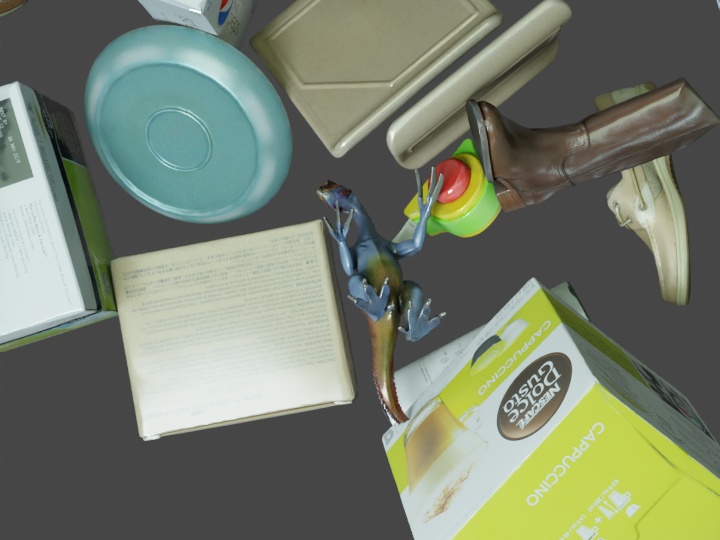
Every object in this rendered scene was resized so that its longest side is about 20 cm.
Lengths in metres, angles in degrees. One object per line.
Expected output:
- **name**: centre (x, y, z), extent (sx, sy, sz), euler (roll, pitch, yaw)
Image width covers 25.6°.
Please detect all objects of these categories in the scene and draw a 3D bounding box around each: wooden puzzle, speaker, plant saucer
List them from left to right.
- **plant saucer**: centre (-0.158, -0.121, 1.406), extent (0.198, 0.028, 0.202), euler (9, 127, 12)
- **wooden puzzle**: centre (0.012, -0.206, 1.393), extent (0.184, 0.037, 0.201), euler (-39, 47, 3)
- **wooden puzzle**: centre (0.097, -0.160, 1.357), extent (0.184, 0.200, 0.037), euler (-39, 85, 3)
- **speaker**: centre (0.114, 0.090, 1.410), extent (0.198, 0.081, 0.082), euler (-28, 86, 3)

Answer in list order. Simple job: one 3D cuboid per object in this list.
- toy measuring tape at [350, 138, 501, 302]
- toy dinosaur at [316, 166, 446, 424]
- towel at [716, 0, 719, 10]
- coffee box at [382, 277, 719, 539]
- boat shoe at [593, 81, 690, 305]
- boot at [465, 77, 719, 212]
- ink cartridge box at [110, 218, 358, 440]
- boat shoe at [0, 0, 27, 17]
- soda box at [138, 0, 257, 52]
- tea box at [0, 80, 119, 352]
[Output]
- **toy measuring tape**: centre (0.070, -0.037, 1.420), extent (0.073, 0.074, 0.201), euler (38, 92, 5)
- **toy dinosaur**: centre (0.000, 0.000, 1.380), extent (0.104, 0.182, 0.202), euler (11, 105, -20)
- **towel**: centre (0.426, -0.244, 1.419), extent (0.198, 0.024, 0.146), euler (-21, 86, 4)
- **coffee box**: centre (0.167, 0.168, 1.300), extent (0.199, 0.198, 0.200), euler (37, 103, -21)
- **boat shoe**: centre (0.252, -0.064, 1.411), extent (0.064, 0.071, 0.203), euler (-11, 78, 9)
- **boot**: centre (0.194, -0.123, 1.305), extent (0.198, 0.186, 0.065), euler (-18, 72, 10)
- **ink cartridge box**: centre (-0.112, 0.053, 1.433), extent (0.197, 0.075, 0.167), euler (-10, 89, 4)
- **boat shoe**: centre (-0.405, -0.274, 1.467), extent (0.197, 0.074, 0.077), euler (3, 89, 5)
- **soda box**: centre (-0.142, -0.239, 1.379), extent (0.067, 0.200, 0.064), euler (18, 87, 5)
- **tea box**: centre (-0.306, -0.040, 1.391), extent (0.132, 0.197, 0.202), euler (-17, 86, 4)
